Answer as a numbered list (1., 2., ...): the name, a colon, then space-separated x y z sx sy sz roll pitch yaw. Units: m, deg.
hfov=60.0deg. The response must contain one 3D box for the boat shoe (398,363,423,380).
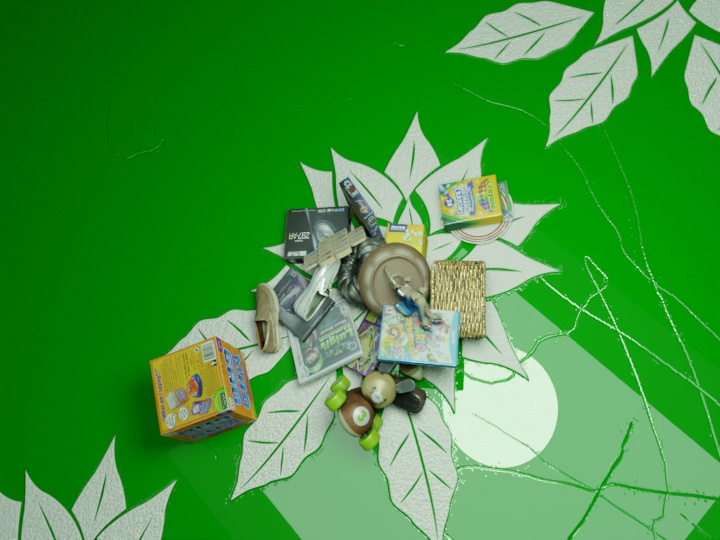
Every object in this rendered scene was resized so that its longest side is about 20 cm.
1. boat shoe: 0.124 0.204 1.688 0.071 0.065 0.203 -31 48 15

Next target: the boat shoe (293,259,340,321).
1. boat shoe: -0.106 0.051 1.731 0.067 0.073 0.202 39 101 41

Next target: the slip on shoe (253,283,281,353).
1. slip on shoe: -0.275 0.136 1.783 0.075 0.060 0.206 -15 78 37

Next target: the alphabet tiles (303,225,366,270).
1. alphabet tiles: -0.074 -0.065 1.731 0.192 0.201 0.015 -27 109 5

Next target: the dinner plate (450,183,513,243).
1. dinner plate: 0.340 -0.169 1.793 0.195 0.024 0.205 -4 69 11

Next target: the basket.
1. basket: 0.258 0.075 1.652 0.145 0.143 0.206 -1 89 10

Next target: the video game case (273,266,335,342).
1. video game case: -0.181 0.095 1.800 0.199 0.019 0.144 35 81 35

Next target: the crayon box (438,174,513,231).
1. crayon box: 0.325 -0.193 1.766 0.195 0.052 0.129 -9 69 9

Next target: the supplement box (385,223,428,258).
1. supplement box: 0.123 -0.015 1.741 0.106 0.110 0.205 3 71 13

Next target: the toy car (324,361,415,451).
1. toy car: 0.037 0.315 1.576 0.199 0.158 0.165 -40 96 15

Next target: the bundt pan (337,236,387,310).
1. bundt pan: 0.000 0.000 1.719 0.201 0.074 0.207 -37 45 47

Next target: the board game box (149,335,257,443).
1. board game box: -0.423 0.328 1.694 0.195 0.200 0.204 -20 67 5

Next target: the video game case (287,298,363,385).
1. video game case: -0.101 0.196 1.731 0.196 0.023 0.185 -26 54 10

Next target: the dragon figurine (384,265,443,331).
1. dragon figurine: 0.120 0.072 1.557 0.198 0.101 0.059 33 55 31

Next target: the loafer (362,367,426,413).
1. loafer: 0.092 0.316 1.661 0.197 0.070 0.075 26 112 29

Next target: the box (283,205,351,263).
1. box: -0.127 -0.106 1.867 0.194 0.044 0.164 -1 70 12

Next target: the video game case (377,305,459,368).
1. video game case: 0.146 0.163 1.557 0.194 0.018 0.146 4 62 9

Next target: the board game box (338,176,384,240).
1. board game box: 0.006 -0.161 1.772 0.034 0.201 0.137 -33 67 -3

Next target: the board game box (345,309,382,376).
1. board game box: 0.031 0.184 1.704 0.119 0.032 0.203 15 72 56

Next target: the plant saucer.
1. plant saucer: 0.093 0.031 1.624 0.195 0.037 0.206 -1 96 -6
